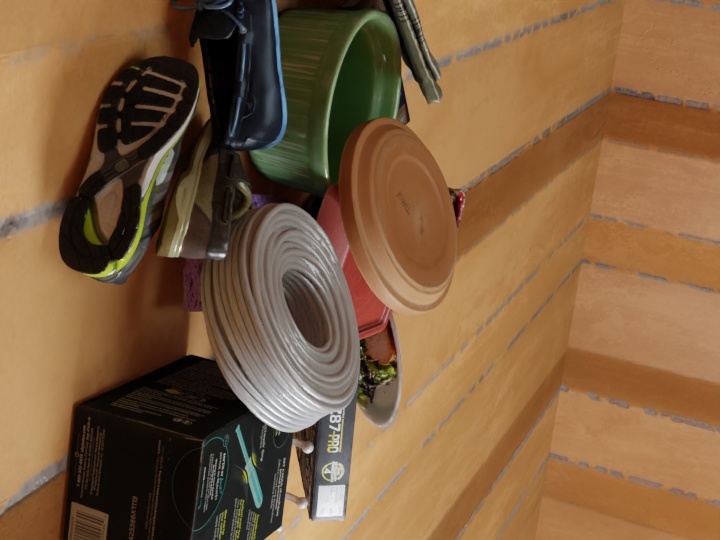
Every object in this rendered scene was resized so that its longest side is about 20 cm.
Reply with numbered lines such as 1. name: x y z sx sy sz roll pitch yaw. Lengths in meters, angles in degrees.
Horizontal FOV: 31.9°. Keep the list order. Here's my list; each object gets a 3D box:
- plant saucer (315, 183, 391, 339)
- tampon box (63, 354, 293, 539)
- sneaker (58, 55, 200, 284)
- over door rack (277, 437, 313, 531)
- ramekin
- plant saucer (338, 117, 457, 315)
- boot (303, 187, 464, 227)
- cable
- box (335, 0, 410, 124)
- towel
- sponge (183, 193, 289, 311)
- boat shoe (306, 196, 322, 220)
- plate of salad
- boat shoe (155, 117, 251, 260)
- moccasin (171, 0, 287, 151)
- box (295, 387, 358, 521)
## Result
1. plant saucer: 0.000 0.000 1.323 0.199 0.036 0.202 -17 130 -59
2. tampon box: -0.157 0.179 1.139 0.200 0.125 0.152 -21 121 -67
3. sneaker: -0.182 -0.080 1.013 0.081 0.073 0.202 92 19 -72
4. over door rack: -0.091 0.265 1.383 0.200 0.066 0.150 -93 -171 -74
5. ramekin: -0.038 -0.172 1.288 0.200 0.097 0.203 13 90 -71
6. plant saucer: 0.046 -0.057 1.271 0.200 0.032 0.203 29 54 -50
7. boot: 0.021 -0.050 1.446 0.204 0.152 0.074 -55 151 -46
8. cable: -0.067 0.040 1.136 0.201 0.069 0.201 58 26 -25
9. box: 0.012 -0.209 1.439 0.121 0.032 0.202 -51 136 -52
10. towel: 0.042 -0.289 1.317 0.193 0.034 0.202 -107 176 -65
11. sponge: -0.116 -0.019 1.232 0.200 0.029 0.113 -1 87 -70
12. boat shoe: -0.039 -0.046 1.359 0.203 0.074 0.075 -56 171 -22
13. plate of salad: -0.001 0.090 1.508 0.047 0.200 0.202 -10 121 -21
14. boat shoe: -0.126 -0.065 1.082 0.202 0.065 0.072 -81 -164 -59
15. moccasin: -0.109 -0.201 1.060 0.068 0.080 0.203 -16 95 -38
16. box: -0.042 0.162 1.462 0.161 0.048 0.203 -116 -152 -64
